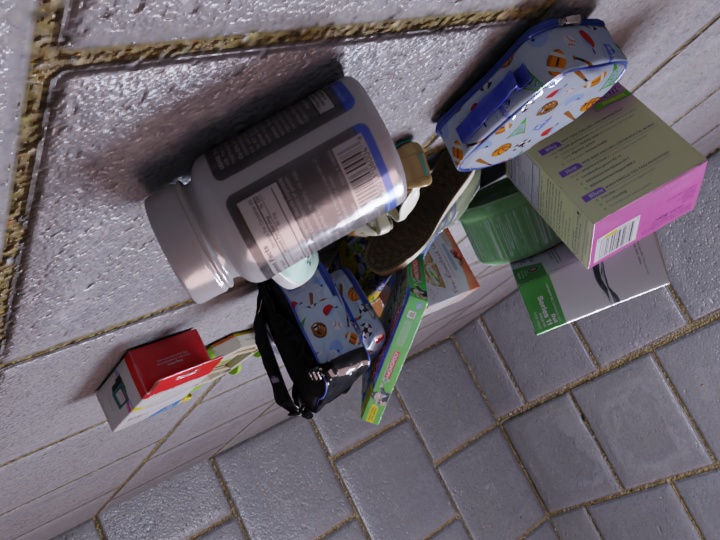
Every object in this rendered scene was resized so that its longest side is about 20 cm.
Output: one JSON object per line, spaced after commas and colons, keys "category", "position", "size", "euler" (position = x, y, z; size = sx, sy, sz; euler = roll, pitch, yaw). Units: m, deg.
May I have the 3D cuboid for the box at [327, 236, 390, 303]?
{"category": "box", "position": [0.000, 0.000, 1.072], "size": [0.063, 0.071, 0.201], "euler": [-19, 156, -32]}

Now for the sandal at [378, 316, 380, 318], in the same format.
{"category": "sandal", "position": [-0.036, 0.103, 1.190], "size": [0.077, 0.072, 0.209], "euler": [-23, -155, -39]}

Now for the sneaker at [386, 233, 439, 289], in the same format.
{"category": "sneaker", "position": [0.073, -0.065, 1.072], "size": [0.069, 0.078, 0.203], "euler": [-8, 134, -54]}

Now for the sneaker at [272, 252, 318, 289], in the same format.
{"category": "sneaker", "position": [-0.055, -0.040, 0.808], "size": [0.116, 0.076, 0.200], "euler": [-25, 167, 11]}

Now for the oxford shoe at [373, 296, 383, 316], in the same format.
{"category": "oxford shoe", "position": [0.010, 0.068, 1.252], "size": [0.070, 0.072, 0.202], "euler": [-24, 133, 5]}

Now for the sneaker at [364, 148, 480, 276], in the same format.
{"category": "sneaker", "position": [0.092, -0.067, 0.965], "size": [0.201, 0.067, 0.090], "euler": [-50, 156, 4]}

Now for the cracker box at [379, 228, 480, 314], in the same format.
{"category": "cracker box", "position": [0.101, 0.000, 1.218], "size": [0.197, 0.136, 0.057], "euler": [-17, 164, -48]}

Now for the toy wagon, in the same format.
{"category": "toy wagon", "position": [-0.260, 0.170, 1.281], "size": [0.198, 0.040, 0.154], "euler": [-35, 167, 25]}

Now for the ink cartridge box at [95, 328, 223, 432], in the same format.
{"category": "ink cartridge box", "position": [-0.292, 0.153, 1.058], "size": [0.115, 0.068, 0.199], "euler": [-19, 164, -45]}

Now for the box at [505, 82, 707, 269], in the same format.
{"category": "box", "position": [0.317, -0.136, 0.975], "size": [0.173, 0.202, 0.098], "euler": [-28, 145, -8]}

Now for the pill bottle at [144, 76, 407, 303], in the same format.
{"category": "pill bottle", "position": [-0.069, -0.063, 0.603], "size": [0.196, 0.116, 0.114], "euler": [-28, 168, -4]}

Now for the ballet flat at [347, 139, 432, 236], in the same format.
{"category": "ballet flat", "position": [0.023, -0.078, 0.887], "size": [0.068, 0.064, 0.200], "euler": [-24, 167, -32]}

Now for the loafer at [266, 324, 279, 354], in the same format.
{"category": "loafer", "position": [-0.124, 0.118, 1.327], "size": [0.062, 0.073, 0.200], "euler": [-34, 165, 4]}

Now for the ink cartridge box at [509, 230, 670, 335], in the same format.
{"category": "ink cartridge box", "position": [0.324, -0.001, 1.054], "size": [0.195, 0.085, 0.147], "euler": [-23, -169, 13]}

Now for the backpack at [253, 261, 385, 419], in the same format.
{"category": "backpack", "position": [-0.063, 0.074, 0.997], "size": [0.152, 0.193, 0.201], "euler": [-28, 166, -28]}

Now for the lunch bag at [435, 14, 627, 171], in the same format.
{"category": "lunch bag", "position": [0.179, -0.189, 0.784], "size": [0.157, 0.077, 0.200], "euler": [-17, 164, -38]}

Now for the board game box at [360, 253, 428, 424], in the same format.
{"category": "board game box", "position": [0.045, 0.090, 1.016], "size": [0.136, 0.028, 0.204], "euler": [-87, -165, -64]}

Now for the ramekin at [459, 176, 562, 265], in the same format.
{"category": "ramekin", "position": [0.251, -0.089, 1.145], "size": [0.195, 0.100, 0.200], "euler": [-24, -170, 4]}
